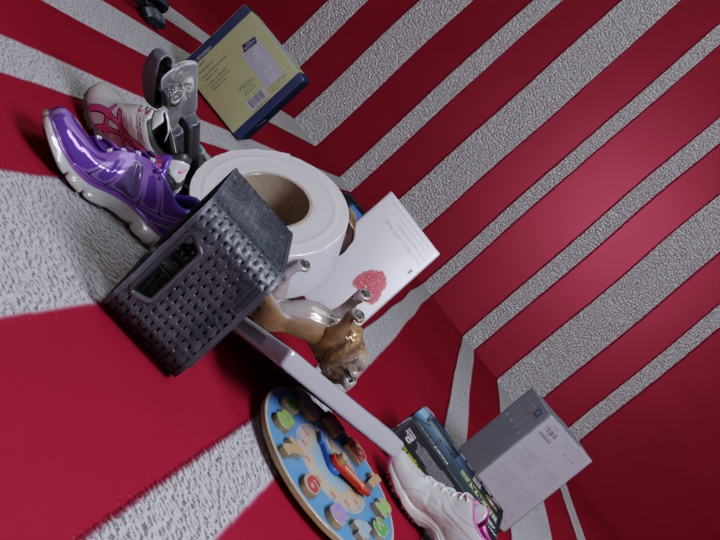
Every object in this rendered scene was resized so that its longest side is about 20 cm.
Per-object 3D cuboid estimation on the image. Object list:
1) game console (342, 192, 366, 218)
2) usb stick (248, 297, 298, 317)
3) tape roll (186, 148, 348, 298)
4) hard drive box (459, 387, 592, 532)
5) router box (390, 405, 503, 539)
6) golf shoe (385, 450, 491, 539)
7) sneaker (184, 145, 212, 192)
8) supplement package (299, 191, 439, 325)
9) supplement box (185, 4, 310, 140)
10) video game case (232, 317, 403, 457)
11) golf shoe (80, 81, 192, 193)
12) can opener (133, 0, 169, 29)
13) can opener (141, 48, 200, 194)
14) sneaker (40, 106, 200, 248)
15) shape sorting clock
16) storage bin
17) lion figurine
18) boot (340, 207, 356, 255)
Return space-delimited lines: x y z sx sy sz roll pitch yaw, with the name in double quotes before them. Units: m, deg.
"game console" -0.005 -0.043 1.757 0.201 0.118 0.171 48 8 -17
"usb stick" -0.126 0.034 1.061 0.056 0.033 0.200 48 8 8
"tape roll" -0.115 -0.061 1.003 0.197 0.072 0.205 10 41 -9
"hard drive box" 0.265 0.321 1.380 0.156 0.199 0.077 45 8 -32
"router box" 0.119 0.296 1.167 0.201 0.062 0.150 53 10 10
"golf shoe" 0.108 0.297 1.016 0.201 0.091 0.075 53 10 22
"sneaker" -0.193 -0.102 1.141 0.201 0.077 0.091 51 0 15
"supplement package" 0.000 0.000 1.231 0.122 0.199 0.120 49 -10 -2
"supplement box" -0.249 -0.430 1.800 0.201 0.199 0.134 50 8 -6
"video game case" -0.062 0.113 0.887 0.200 0.023 0.181 46 -12 -37
"golf shoe" -0.259 -0.161 0.966 0.201 0.092 0.072 53 14 26
"can opener" -0.474 -0.594 1.756 0.079 0.063 0.200 54 8 21
"can opener" -0.232 -0.183 1.010 0.067 0.053 0.202 42 -34 18
"sneaker" -0.243 -0.106 0.850 0.200 0.083 0.081 43 11 -41
"shape sorting clock" -0.030 0.202 0.840 0.201 0.039 0.200 50 8 -9
"storage bin" -0.143 -0.006 0.771 0.094 0.135 0.200 48 9 -13
"lion figurine" -0.065 0.058 0.947 0.197 0.123 0.073 30 39 -17
"boot" -0.107 -0.035 1.129 0.167 0.195 0.074 -62 140 -57
